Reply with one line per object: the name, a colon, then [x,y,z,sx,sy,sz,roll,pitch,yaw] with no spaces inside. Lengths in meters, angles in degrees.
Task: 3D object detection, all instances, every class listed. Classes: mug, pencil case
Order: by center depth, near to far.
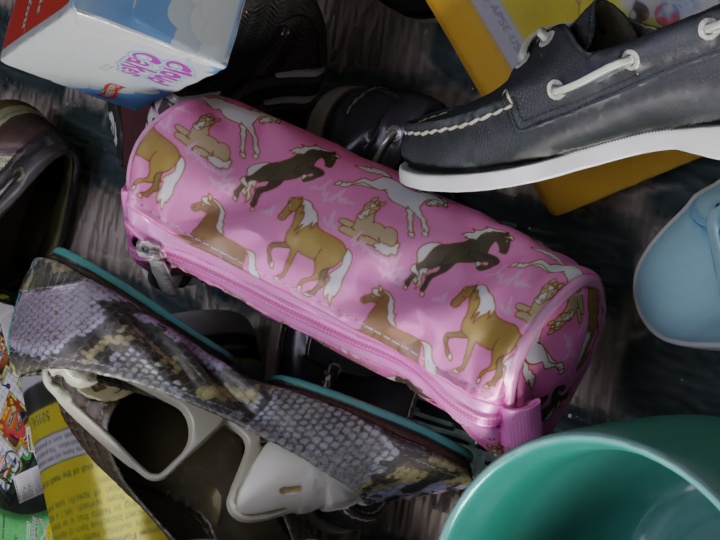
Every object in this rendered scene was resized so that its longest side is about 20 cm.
mug: [0.108,0.121,0.667,0.185,0.114,0.152,38,115,35]
pencil case: [0.000,0.000,0.711,0.200,0.083,0.087,25,86,23]

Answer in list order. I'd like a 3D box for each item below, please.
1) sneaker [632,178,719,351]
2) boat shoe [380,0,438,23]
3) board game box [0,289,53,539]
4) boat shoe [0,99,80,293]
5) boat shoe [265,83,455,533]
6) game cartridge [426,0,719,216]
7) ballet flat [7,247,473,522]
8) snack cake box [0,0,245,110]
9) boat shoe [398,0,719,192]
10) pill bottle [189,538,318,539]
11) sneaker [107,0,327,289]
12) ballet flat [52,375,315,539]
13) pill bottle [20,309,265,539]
sneaker: [0.168,-0.021,0.632,0.200,0.082,0.074,-27,73,38]
boat shoe: [0.067,-0.172,0.732,0.201,0.063,0.074,-35,70,37]
board game box: [-0.191,0.106,0.942,0.105,0.023,0.200,13,111,16]
boat shoe: [-0.203,0.010,0.962,0.065,0.073,0.200,31,111,42]
boat shoe: [0.007,0.018,0.781,0.063,0.073,0.200,3,88,44]
game cartridge: [0.093,-0.134,0.670,0.176,0.032,0.200,-23,106,39]
ballet flat: [-0.054,0.063,0.727,0.200,0.072,0.072,26,113,-4]
snack cake box: [-0.077,-0.175,0.726,0.115,0.067,0.200,-6,68,64]
boat shoe: [0.095,-0.070,0.647,0.200,0.076,0.060,-8,104,33]
pill bottle: [-0.086,0.170,0.700,0.200,0.112,0.113,-23,76,34]
sneaker: [-0.082,-0.089,0.830,0.116,0.076,0.200,64,148,29]
ballet flat: [-0.063,0.098,0.760,0.200,0.067,0.046,56,170,5]
pill bottle: [-0.084,0.128,0.834,0.114,0.114,0.200,-23,76,39]
